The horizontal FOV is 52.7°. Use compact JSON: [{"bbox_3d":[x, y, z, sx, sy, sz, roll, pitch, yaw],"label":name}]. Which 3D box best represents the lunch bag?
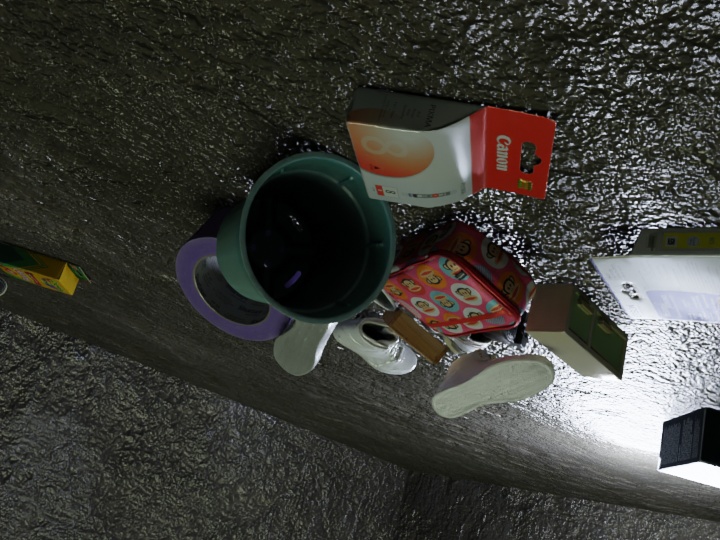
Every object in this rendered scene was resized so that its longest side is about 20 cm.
[{"bbox_3d":[0.136,0.023,0.986,0.176,0.082,0.200,39,156,-15],"label":"lunch bag"}]

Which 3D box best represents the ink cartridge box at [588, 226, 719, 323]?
[{"bbox_3d":[0.395,0.010,0.852,0.199,0.047,0.198,4,158,36],"label":"ink cartridge box"}]

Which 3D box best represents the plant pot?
[{"bbox_3d":[-0.089,-0.034,0.930,0.199,0.201,0.196,26,166,-24],"label":"plant pot"}]

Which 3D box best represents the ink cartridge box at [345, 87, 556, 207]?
[{"bbox_3d":[0.094,-0.112,0.760,0.199,0.050,0.162,15,161,15],"label":"ink cartridge box"}]

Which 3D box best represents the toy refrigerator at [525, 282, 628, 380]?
[{"bbox_3d":[0.328,0.094,1.081,0.070,0.076,0.200,-3,152,43],"label":"toy refrigerator"}]

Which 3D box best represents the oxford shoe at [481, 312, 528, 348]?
[{"bbox_3d":[0.206,0.071,1.125,0.084,0.073,0.200,10,159,24],"label":"oxford shoe"}]

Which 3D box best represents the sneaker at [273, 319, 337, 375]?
[{"bbox_3d":[-0.056,0.075,1.084,0.074,0.116,0.200,42,140,4],"label":"sneaker"}]

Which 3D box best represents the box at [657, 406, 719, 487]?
[{"bbox_3d":[0.695,0.351,1.422,0.148,0.108,0.200,14,161,5],"label":"box"}]

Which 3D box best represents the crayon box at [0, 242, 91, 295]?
[{"bbox_3d":[-0.766,0.001,1.757,0.199,0.051,0.127,16,160,0],"label":"crayon box"}]

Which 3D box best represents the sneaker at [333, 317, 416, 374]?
[{"bbox_3d":[0.053,0.153,1.443,0.199,0.074,0.115,28,161,-26],"label":"sneaker"}]

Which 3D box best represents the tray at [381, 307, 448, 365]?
[{"bbox_3d":[0.086,0.104,1.219,0.099,0.037,0.200,40,180,-1],"label":"tray"}]

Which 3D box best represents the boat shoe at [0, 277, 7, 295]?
[{"bbox_3d":[-1.087,0.014,2.020,0.200,0.072,0.066,28,163,-17],"label":"boat shoe"}]

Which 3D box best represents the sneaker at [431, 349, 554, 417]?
[{"bbox_3d":[0.211,0.154,1.135,0.199,0.116,0.074,-22,105,29],"label":"sneaker"}]

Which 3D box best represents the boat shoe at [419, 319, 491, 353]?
[{"bbox_3d":[0.154,0.076,1.193,0.068,0.075,0.200,-11,150,28],"label":"boat shoe"}]

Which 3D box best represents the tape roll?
[{"bbox_3d":[-0.178,0.007,1.123,0.199,0.085,0.201,15,132,17],"label":"tape roll"}]

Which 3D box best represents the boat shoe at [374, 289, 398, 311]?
[{"bbox_3d":[0.000,0.000,1.106,0.199,0.067,0.073,29,156,-31],"label":"boat shoe"}]
